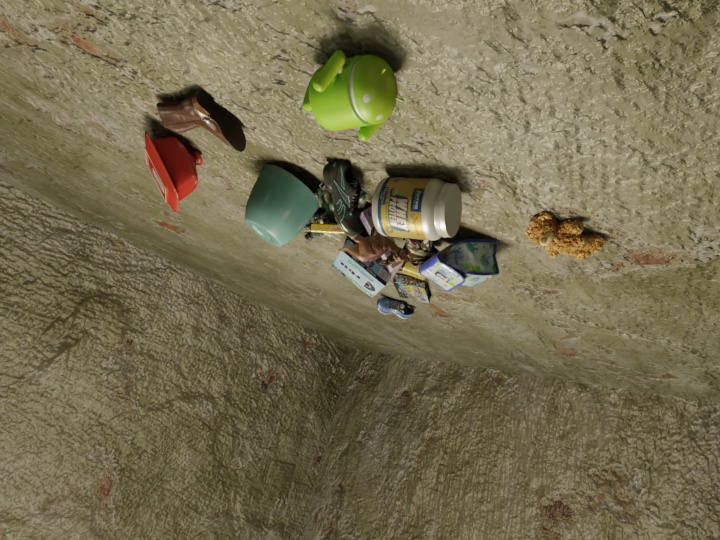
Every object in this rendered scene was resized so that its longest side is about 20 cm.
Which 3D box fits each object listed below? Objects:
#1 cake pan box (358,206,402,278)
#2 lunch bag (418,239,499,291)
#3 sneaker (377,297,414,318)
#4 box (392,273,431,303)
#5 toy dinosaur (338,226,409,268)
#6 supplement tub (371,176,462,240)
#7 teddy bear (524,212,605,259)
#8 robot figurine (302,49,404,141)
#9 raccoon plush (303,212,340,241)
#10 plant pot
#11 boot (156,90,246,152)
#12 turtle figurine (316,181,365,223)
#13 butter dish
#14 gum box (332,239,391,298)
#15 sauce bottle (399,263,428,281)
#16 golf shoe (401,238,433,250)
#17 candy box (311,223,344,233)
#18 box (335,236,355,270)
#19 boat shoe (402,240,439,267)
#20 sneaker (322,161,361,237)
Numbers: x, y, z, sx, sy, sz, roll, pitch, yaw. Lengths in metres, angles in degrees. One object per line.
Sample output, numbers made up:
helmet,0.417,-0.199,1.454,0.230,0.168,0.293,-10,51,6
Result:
cake pan box,0.053,-0.079,1.626,0.051,0.205,0.184,-25,172,-15
lunch bag,0.285,-0.016,1.574,0.191,0.133,0.170,2,166,-13
sneaker,0.165,0.166,2.478,0.193,0.082,0.089,15,159,-24
box,0.211,0.074,2.172,0.131,0.039,0.201,12,163,17
toy dinosaur,0.036,-0.058,1.486,0.192,0.141,0.086,-15,170,-2
supplement tub,0.139,-0.153,1.318,0.193,0.150,0.144,7,162,31
teddy bear,0.508,-0.073,1.334,0.196,0.069,0.143,26,159,-29
robot figurine,-0.016,-0.323,0.978,0.194,0.120,0.175,4,157,37
raccoon plush,-0.107,-0.155,1.751,0.128,0.101,0.200,-1,-170,12
plant pot,-0.239,-0.173,1.536,0.196,0.164,0.201,29,165,9
boot,-0.403,-0.362,1.349,0.194,0.066,0.187,0,143,39
turtle figurine,-0.064,-0.184,1.530,0.144,0.104,0.200,18,171,5
butter dish,-0.530,-0.302,1.559,0.205,0.145,0.199,61,157,-1
gum box,0.000,0.000,1.650,0.168,0.045,0.200,39,162,0
sauce bottle,0.158,-0.023,1.871,0.193,0.067,0.065,21,164,-6
golf shoe,0.181,-0.111,1.531,0.077,0.090,0.199,38,-164,16
candy box,-0.079,-0.121,1.554,0.098,0.028,0.200,5,-175,4
box,-0.003,-0.049,1.830,0.128,0.118,0.200,24,164,-1
boat shoe,0.174,-0.052,1.637,0.075,0.076,0.200,44,-161,26
sneaker,-0.034,-0.185,1.396,0.077,0.076,0.206,-10,113,27
